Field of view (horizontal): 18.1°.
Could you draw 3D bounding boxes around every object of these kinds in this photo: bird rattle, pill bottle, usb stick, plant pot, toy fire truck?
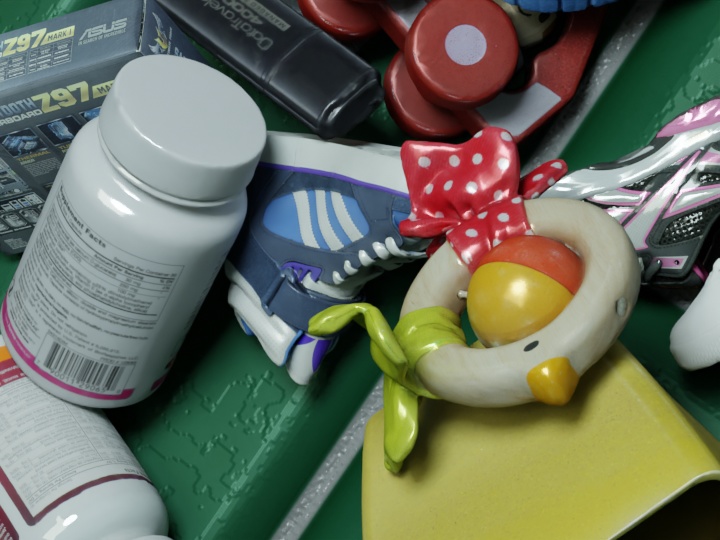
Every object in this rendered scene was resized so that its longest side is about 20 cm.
[{"bbox_3d":[0.072,0.014,1.163,0.162,0.113,0.200,6,42,38],"label":"bird rattle"},{"bbox_3d":[-0.185,0.142,1.382,0.110,0.109,0.200,-43,61,8],"label":"pill bottle"},{"bbox_3d":[-0.066,-0.144,1.368,0.055,0.033,0.200,-43,57,-14],"label":"usb stick"},{"bbox_3d":[0.111,0.134,1.197,0.199,0.200,0.177,-36,48,12],"label":"plant pot"},{"bbox_3d":[-0.135,-0.023,1.351,0.114,0.113,0.201,54,133,29],"label":"pill bottle"},{"bbox_3d":[0.065,-0.180,1.350,0.168,0.112,0.200,-41,87,-12],"label":"toy fire truck"}]

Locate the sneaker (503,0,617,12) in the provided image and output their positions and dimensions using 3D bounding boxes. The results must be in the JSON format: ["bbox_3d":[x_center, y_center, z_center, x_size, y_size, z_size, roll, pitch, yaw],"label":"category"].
[{"bbox_3d":[0.137,-0.201,1.311,0.071,0.198,0.083,103,148,-40],"label":"sneaker"}]

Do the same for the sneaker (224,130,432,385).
[{"bbox_3d":[0.000,0.000,1.338,0.199,0.080,0.148,13,100,40],"label":"sneaker"}]

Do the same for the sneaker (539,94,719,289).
[{"bbox_3d":[0.159,-0.022,1.284,0.199,0.080,0.087,-30,74,21],"label":"sneaker"}]

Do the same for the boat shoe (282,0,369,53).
[{"bbox_3d":[-0.069,-0.192,1.450,0.068,0.074,0.199,-45,54,-2],"label":"boat shoe"}]

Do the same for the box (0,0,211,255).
[{"bbox_3d":[-0.182,-0.088,1.423,0.199,0.158,0.051,-14,54,22],"label":"box"}]

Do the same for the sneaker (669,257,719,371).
[{"bbox_3d":[0.228,-0.026,1.215,0.089,0.075,0.200,51,125,5],"label":"sneaker"}]
